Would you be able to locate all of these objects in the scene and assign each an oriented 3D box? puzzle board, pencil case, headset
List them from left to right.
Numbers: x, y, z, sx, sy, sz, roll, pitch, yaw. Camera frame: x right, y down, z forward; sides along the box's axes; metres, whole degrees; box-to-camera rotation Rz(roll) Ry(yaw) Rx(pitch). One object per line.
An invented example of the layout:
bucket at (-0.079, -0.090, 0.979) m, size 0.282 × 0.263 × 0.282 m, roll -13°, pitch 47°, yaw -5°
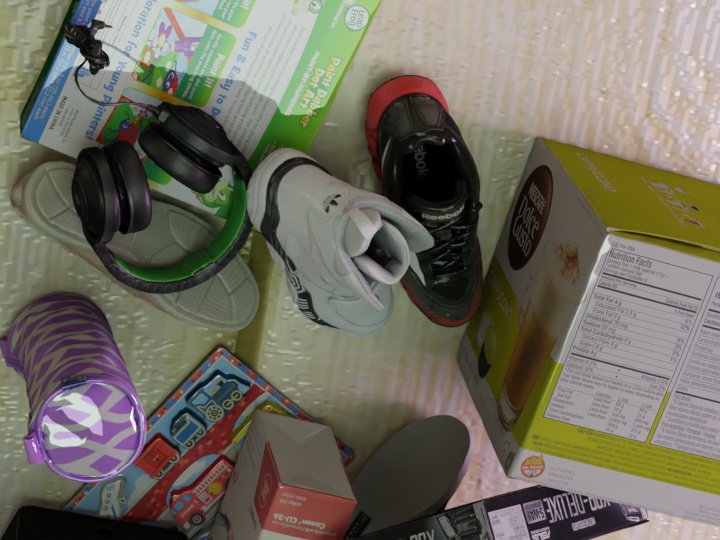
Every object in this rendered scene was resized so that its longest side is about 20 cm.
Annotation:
pencil case at (-0.204, 0.082, 1.443) m, size 0.085 × 0.200 × 0.085 m, roll -22°, pitch 110°, yaw -6°
headset at (-0.150, -0.078, 1.412) m, size 0.123 × 0.094 × 0.201 m, roll -31°, pitch 129°, yaw -10°
puzzle board at (-0.122, 0.172, 1.598) m, size 0.150 × 0.017 × 0.200 m, roll 40°, pitch 102°, yaw -23°

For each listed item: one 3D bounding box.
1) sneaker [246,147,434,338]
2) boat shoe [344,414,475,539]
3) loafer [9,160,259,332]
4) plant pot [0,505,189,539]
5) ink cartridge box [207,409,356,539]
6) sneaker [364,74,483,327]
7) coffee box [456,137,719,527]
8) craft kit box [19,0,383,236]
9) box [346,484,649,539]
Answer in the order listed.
sneaker at (0.000, 0.000, 1.459) m, size 0.075 × 0.114 × 0.200 m, roll -50°, pitch 141°, yaw -15°
boat shoe at (0.022, 0.199, 1.615) m, size 0.200 × 0.071 × 0.064 m, roll -48°, pitch 146°, yaw 3°
loafer at (-0.164, -0.018, 1.488) m, size 0.199 × 0.063 × 0.072 m, roll 32°, pitch 72°, yaw -24°
plant pot at (-0.210, 0.292, 1.535) m, size 0.198 × 0.200 × 0.179 m, roll 11°, pitch 106°, yaw -10°
ink cartridge box at (-0.074, 0.224, 1.557) m, size 0.067 × 0.117 × 0.201 m, roll 13°, pitch 111°, yaw -18°
sneaker at (0.053, -0.037, 1.491) m, size 0.070 × 0.098 × 0.202 m, roll -16°, pitch 117°, yaw -5°
coffee box at (0.208, 0.043, 1.498) m, size 0.198 × 0.200 × 0.199 m, roll 14°, pitch 110°, yaw -15°
craft kit box at (-0.112, -0.150, 1.440) m, size 0.196 × 0.049 × 0.201 m, roll 23°, pitch 108°, yaw -16°
box at (0.092, 0.194, 1.498) m, size 0.157 × 0.199 × 0.050 m, roll -22°, pitch 80°, yaw 38°
